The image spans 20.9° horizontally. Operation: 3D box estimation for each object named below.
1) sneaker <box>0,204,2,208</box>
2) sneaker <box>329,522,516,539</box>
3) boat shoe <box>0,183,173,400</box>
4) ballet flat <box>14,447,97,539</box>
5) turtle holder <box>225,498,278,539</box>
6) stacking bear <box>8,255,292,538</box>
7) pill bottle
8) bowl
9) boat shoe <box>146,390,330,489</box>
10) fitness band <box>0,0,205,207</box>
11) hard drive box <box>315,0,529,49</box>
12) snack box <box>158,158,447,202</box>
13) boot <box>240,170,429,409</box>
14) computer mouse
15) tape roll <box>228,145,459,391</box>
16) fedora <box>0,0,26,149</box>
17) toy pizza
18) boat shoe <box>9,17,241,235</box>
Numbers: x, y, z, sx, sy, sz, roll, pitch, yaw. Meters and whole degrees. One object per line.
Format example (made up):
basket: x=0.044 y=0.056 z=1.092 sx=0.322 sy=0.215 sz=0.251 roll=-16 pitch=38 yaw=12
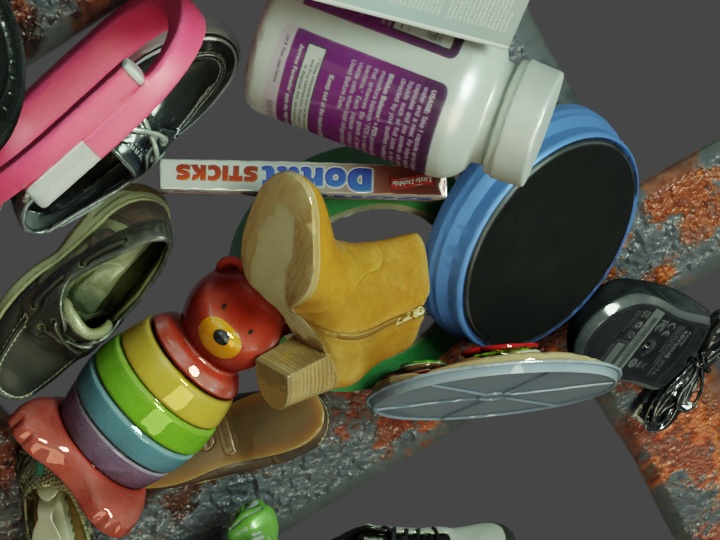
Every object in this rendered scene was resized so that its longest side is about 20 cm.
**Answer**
sneaker: x=-0.329 y=-0.010 z=1.364 sx=0.112 sy=0.071 sz=0.200 roll=34 pitch=106 yaw=-31
sneaker: x=0.039 y=0.251 z=1.673 sx=0.199 sy=0.074 sz=0.080 roll=-15 pitch=125 yaw=-9
boat shoe: x=-0.208 y=0.025 z=1.432 sx=0.072 sy=0.066 sz=0.201 roll=31 pitch=110 yaw=-33
ballet flat: x=-0.240 y=0.225 z=1.556 sx=0.068 sy=0.075 sz=0.201 roll=-5 pitch=127 yaw=2
turtle holder: x=-0.104 y=0.290 z=1.614 sx=0.141 sy=0.132 sz=0.186 roll=-24 pitch=127 yaw=0
stacking bear: x=-0.138 y=0.079 z=1.430 sx=0.200 sy=0.114 sz=0.121 roll=-43 pitch=90 yaw=14
pill bottle: x=0.031 y=-0.129 z=1.326 sx=0.199 sy=0.112 sz=0.113 roll=21 pitch=120 yaw=7
bowl: x=0.133 y=-0.028 z=1.480 sx=0.200 sy=0.039 sz=0.201 roll=-28 pitch=138 yaw=-29
boat shoe: x=-0.122 y=0.134 z=1.536 sx=0.199 sy=0.071 sz=0.070 roll=-6 pitch=170 yaw=1
fitness band: x=-0.186 y=-0.112 z=1.294 sx=0.200 sy=0.144 sz=0.037 roll=-40 pitch=115 yaw=8
hard drive box: x=-0.001 y=-0.228 z=1.266 sx=0.199 sy=0.156 sz=0.077 roll=12 pitch=116 yaw=-25
snack box: x=-0.042 y=-0.064 z=1.380 sx=0.199 sy=0.072 sz=0.024 roll=1 pitch=89 yaw=-5
boot: x=-0.010 y=-0.005 z=1.381 sx=0.144 sy=0.071 sz=0.202 roll=-29 pitch=136 yaw=-37
computer mouse: x=0.229 y=0.055 z=1.612 sx=0.200 sy=0.053 sz=0.139 roll=22 pitch=113 yaw=-48
tape roll: x=0.000 y=0.000 z=1.497 sx=0.200 sy=0.048 sz=0.201 roll=-9 pitch=126 yaw=-13
fedora: x=-0.314 y=-0.139 z=1.251 sx=0.091 sy=0.201 sz=0.200 roll=-15 pitch=138 yaw=39
toy pizza: x=0.102 y=0.083 z=1.515 sx=0.199 sy=0.032 sz=0.200 roll=-6 pitch=167 yaw=-1
boat shoe: x=-0.163 y=-0.096 z=1.361 sx=0.200 sy=0.068 sz=0.072 roll=-34 pitch=128 yaw=6
